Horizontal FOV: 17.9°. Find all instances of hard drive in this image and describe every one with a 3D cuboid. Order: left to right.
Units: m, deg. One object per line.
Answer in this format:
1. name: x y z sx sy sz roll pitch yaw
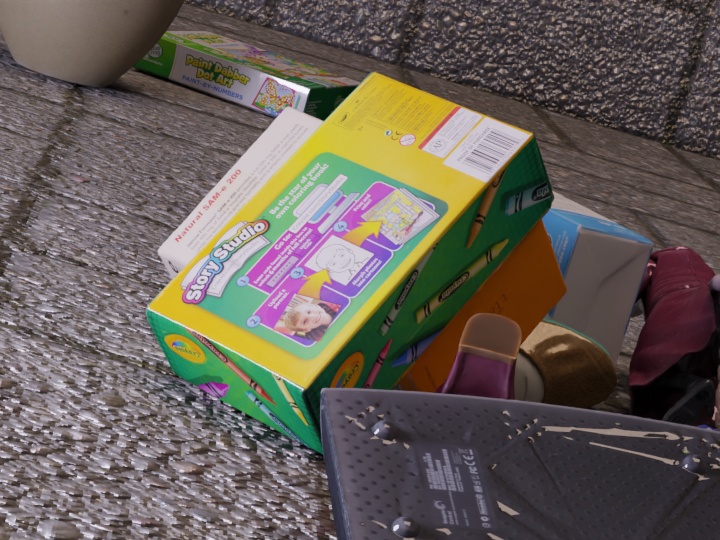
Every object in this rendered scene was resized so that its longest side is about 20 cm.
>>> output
1. hard drive: 0.081 0.111 1.002 0.198 0.043 0.135 7 33 -14

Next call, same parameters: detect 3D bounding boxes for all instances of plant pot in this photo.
1. plant pot: -0.268 -0.252 2.177 0.199 0.136 0.200 16 11 -3

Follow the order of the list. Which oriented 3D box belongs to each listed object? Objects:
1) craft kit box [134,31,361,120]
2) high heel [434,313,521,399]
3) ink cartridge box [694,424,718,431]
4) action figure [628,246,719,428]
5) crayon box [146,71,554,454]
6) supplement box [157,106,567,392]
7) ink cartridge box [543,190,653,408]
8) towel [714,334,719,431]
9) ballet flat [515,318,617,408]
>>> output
1. craft kit box: -0.116 -0.207 2.437 0.196 0.049 0.200 17 10 14
2. high heel: 0.042 0.108 1.123 0.067 0.097 0.200 18 32 13
3. ink cartridge box: 0.181 0.126 1.199 0.094 0.045 0.200 24 12 24
4. action figure: 0.211 0.026 1.519 0.133 0.150 0.200 8 26 -12
5. crayon box: -0.004 -0.008 1.223 0.118 0.200 0.058 24 -29 36
6. supplement box: 0.000 0.000 1.310 0.199 0.126 0.074 26 -26 36
7. ink cartridge box: 0.098 0.000 1.518 0.066 0.117 0.200 9 13 -33
8. towel: 0.304 0.050 1.397 0.190 0.202 0.032 13 -18 -23
9. ballet flat: 0.049 0.051 1.352 0.199 0.068 0.072 20 31 14
